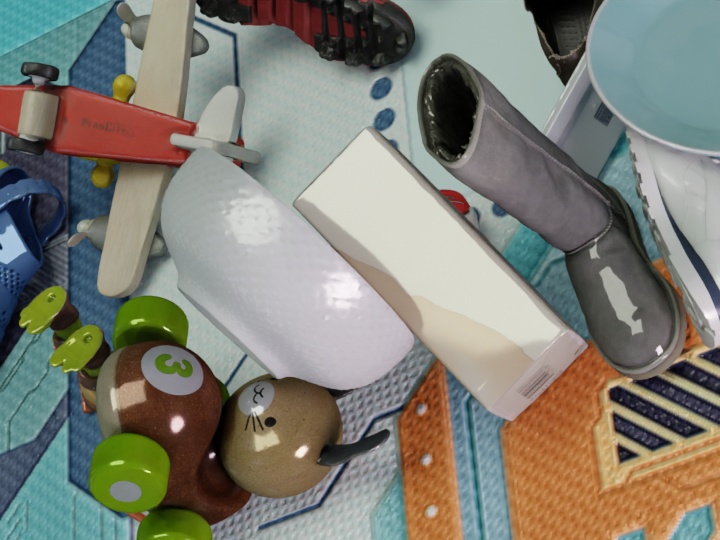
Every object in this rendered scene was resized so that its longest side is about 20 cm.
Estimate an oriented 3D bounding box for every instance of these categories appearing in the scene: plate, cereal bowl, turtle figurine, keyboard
[{"bbox_3d":[0.254,-0.147,1.639,0.199,0.026,0.201,-4,51,5],"label":"plate"},{"bbox_3d":[-0.062,0.012,1.614,0.083,0.200,0.200,-48,45,-5],"label":"cereal bowl"},{"bbox_3d":[-0.189,0.092,1.789,0.064,0.161,0.200,-26,52,-2],"label":"turtle figurine"},{"bbox_3d":[0.168,-0.119,1.696,0.200,0.056,0.011,-61,28,-5],"label":"keyboard"}]

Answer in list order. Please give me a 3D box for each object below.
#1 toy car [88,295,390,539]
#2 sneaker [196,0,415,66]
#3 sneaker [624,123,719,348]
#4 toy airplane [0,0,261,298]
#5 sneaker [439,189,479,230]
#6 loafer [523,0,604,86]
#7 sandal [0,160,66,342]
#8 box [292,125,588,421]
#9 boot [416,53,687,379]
[{"bbox_3d":[-0.073,0.105,1.692,0.199,0.158,0.165,-12,42,15],"label":"toy car"},{"bbox_3d":[-0.034,-0.223,1.906,0.200,0.071,0.098,21,42,25],"label":"sneaker"},{"bbox_3d":[0.234,-0.036,1.601,0.080,0.076,0.200,-23,51,4],"label":"sneaker"},{"bbox_3d":[-0.174,-0.108,1.919,0.200,0.141,0.199,-35,85,3],"label":"toy airplane"},{"bbox_3d":[0.000,0.000,1.759,0.199,0.077,0.085,-21,33,20],"label":"sneaker"},{"bbox_3d":[0.154,-0.209,1.759,0.073,0.071,0.200,-31,49,17],"label":"loafer"},{"bbox_3d":[-0.300,-0.006,1.976,0.087,0.079,0.201,-3,63,31],"label":"sandal"},{"bbox_3d":[0.055,0.002,1.630,0.078,0.095,0.200,-45,73,5],"label":"box"},{"bbox_3d":[0.125,-0.035,1.580,0.072,0.200,0.182,-34,48,12],"label":"boot"}]
